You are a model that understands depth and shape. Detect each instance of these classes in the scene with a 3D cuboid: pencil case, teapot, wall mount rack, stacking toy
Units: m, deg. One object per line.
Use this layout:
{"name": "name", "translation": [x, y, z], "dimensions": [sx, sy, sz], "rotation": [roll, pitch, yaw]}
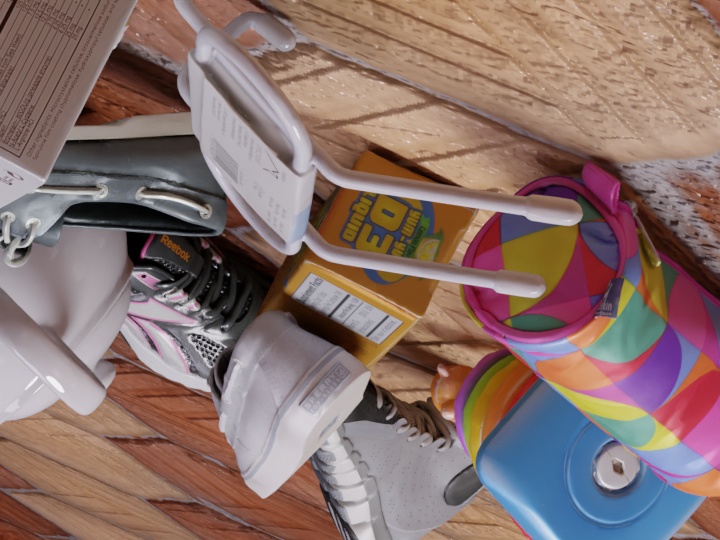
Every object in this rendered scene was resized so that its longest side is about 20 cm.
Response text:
{"name": "pencil case", "translation": [0.123, 0.031, 1.316], "dimensions": [0.088, 0.089, 0.200], "rotation": [15, 164, 36]}
{"name": "teapot", "translation": [-0.184, 0.013, 1.520], "dimensions": [0.146, 0.200, 0.197], "rotation": [44, 132, -10]}
{"name": "wall mount rack", "translation": [-0.002, -0.047, 1.185], "dimensions": [0.174, 0.075, 0.200], "rotation": [48, 169, 8]}
{"name": "stacking toy", "translation": [0.090, 0.081, 1.562], "dimensions": [0.116, 0.110, 0.200], "rotation": [48, 169, -23]}

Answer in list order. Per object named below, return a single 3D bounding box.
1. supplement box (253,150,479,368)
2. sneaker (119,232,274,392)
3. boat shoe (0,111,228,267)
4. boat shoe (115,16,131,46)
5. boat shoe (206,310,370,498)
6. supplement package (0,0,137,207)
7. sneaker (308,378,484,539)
{"name": "supplement box", "translation": [0.000, 0.000, 1.457], "dimensions": [0.069, 0.067, 0.200], "rotation": [29, 166, -5]}
{"name": "sneaker", "translation": [-0.110, 0.004, 1.655], "dimensions": [0.200, 0.080, 0.086], "rotation": [23, 157, -14]}
{"name": "boat shoe", "translation": [-0.151, -0.035, 1.391], "dimensions": [0.200, 0.062, 0.073], "rotation": [-8, 178, -28]}
{"name": "boat shoe", "translation": [-0.177, -0.098, 1.396], "dimensions": [0.071, 0.069, 0.200], "rotation": [31, 165, -22]}
{"name": "boat shoe", "translation": [-0.046, 0.065, 1.510], "dimensions": [0.069, 0.072, 0.200], "rotation": [43, 171, 4]}
{"name": "supplement package", "translation": [-0.195, -0.130, 1.141], "dimensions": [0.200, 0.147, 0.191], "rotation": [29, 166, -14]}
{"name": "sneaker", "translation": [0.022, 0.078, 1.676], "dimensions": [0.075, 0.115, 0.200], "rotation": [57, 170, 40]}
